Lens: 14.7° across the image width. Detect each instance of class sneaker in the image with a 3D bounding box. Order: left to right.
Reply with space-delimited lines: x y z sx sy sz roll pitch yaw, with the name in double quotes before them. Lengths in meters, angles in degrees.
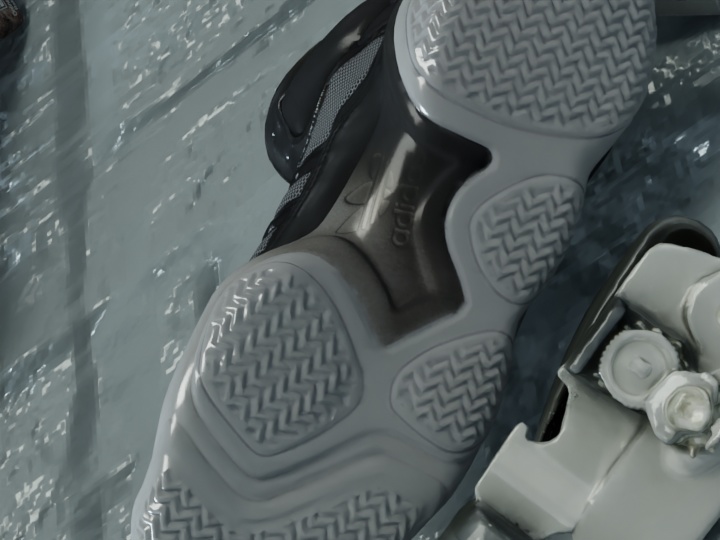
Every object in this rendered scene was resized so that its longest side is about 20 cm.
"sneaker" 0.000 0.000 0.727 0.201 0.075 0.114 -59 13 -9

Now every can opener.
"can opener" 0.038 0.080 0.673 0.200 0.053 0.066 -54 2 1

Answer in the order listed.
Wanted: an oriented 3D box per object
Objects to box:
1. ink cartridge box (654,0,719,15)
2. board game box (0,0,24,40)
"ink cartridge box" 0.077 -0.196 0.721 0.044 0.176 0.201 3 62 19
"board game box" -0.237 -0.106 0.948 0.097 0.160 0.200 -31 4 30
